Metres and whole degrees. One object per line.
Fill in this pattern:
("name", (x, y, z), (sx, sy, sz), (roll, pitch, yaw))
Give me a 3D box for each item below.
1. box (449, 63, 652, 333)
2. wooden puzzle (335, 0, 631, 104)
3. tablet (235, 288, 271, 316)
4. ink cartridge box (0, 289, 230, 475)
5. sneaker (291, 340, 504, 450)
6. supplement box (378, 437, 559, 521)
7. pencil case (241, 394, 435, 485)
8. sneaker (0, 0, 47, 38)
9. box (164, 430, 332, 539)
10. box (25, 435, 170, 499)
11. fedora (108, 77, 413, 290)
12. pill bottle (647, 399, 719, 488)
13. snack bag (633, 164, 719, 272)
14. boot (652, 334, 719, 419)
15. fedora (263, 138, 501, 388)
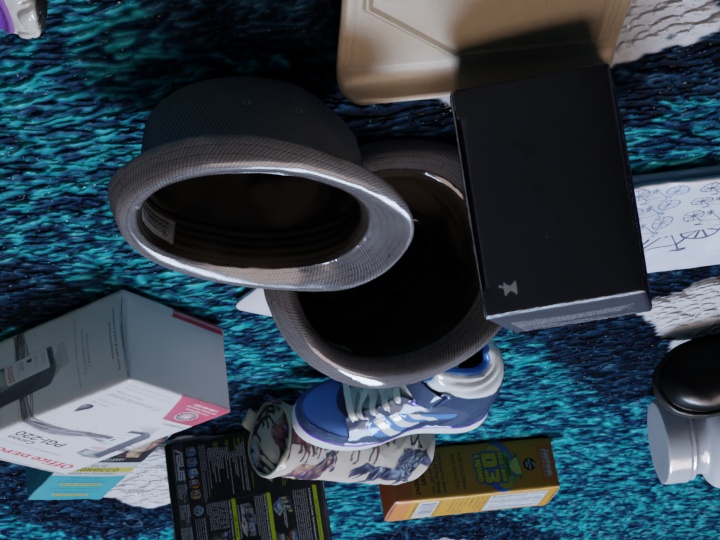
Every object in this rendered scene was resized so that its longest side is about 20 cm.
("box", (0.131, -0.041, 1.158), (0.103, 0.150, 0.200), (-9, 175, 10))
("wooden puzzle", (0.078, -0.175, 1.043), (0.183, 0.038, 0.201), (-7, 152, -6))
("tablet", (0.000, 0.000, 1.441), (0.129, 0.014, 0.200), (9, 150, -37))
("ink cartridge box", (-0.233, 0.100, 1.491), (0.199, 0.086, 0.145), (-20, 155, 28))
("sneaker", (0.036, 0.100, 1.618), (0.198, 0.081, 0.147), (-3, 148, -6))
("supplement box", (0.122, 0.235, 1.971), (0.198, 0.067, 0.069), (-4, 154, -16))
("pencil case", (-0.018, 0.170, 1.751), (0.198, 0.090, 0.078), (7, 124, -35))
("sneaker", (-0.206, -0.174, 0.874), (0.082, 0.081, 0.200), (-2, 157, -4))
("box", (-0.110, 0.265, 1.771), (0.158, 0.202, 0.044), (-10, 158, -1))
("box", (-0.255, 0.168, 1.683), (0.082, 0.050, 0.200), (3, 154, -29))
("fedora", (-0.066, -0.064, 1.143), (0.198, 0.091, 0.177), (6, 151, -15))
("pill bottle", (0.415, 0.170, 1.868), (0.198, 0.121, 0.120), (-8, 157, -5))
("snack bag", (0.290, -0.039, 1.456), (0.186, 0.022, 0.200), (-7, 157, -7))
("boot", (0.392, 0.072, 1.680), (0.209, 0.080, 0.158), (-14, 161, -5))
("fedora", (0.012, -0.008, 1.285), (0.198, 0.179, 0.090), (-20, -167, -21))
